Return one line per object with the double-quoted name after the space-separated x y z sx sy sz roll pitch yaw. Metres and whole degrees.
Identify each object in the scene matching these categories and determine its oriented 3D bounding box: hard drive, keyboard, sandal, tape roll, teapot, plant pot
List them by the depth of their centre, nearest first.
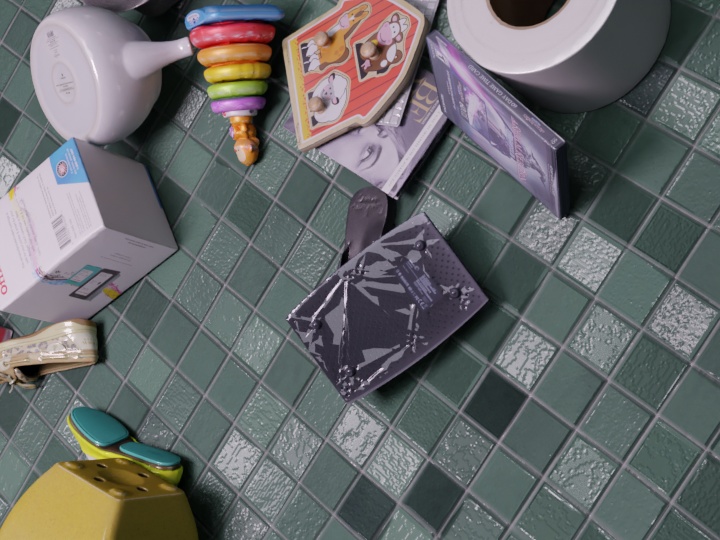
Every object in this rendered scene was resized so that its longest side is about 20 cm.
0.210 -0.282 1.350 0.202 0.139 0.203 -8 76 32 "tape roll"
0.031 0.042 1.418 0.200 0.042 0.135 -38 84 12 "hard drive"
-0.001 0.000 1.481 0.076 0.043 0.201 -8 74 32 "sandal"
-0.306 0.332 1.496 0.194 0.195 0.200 21 99 35 "plant pot"
0.051 -0.264 1.511 0.056 0.011 0.200 9 75 35 "keyboard"
-0.334 -0.263 1.689 0.200 0.146 0.198 43 135 25 "teapot"

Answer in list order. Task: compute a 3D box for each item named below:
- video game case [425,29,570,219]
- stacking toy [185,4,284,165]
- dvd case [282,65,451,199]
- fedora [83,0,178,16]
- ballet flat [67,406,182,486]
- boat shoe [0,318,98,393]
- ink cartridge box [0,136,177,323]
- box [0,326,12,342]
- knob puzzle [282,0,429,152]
0.147 -0.154 1.354 0.019 0.143 0.200 -38 63 -9 "video game case"
-0.155 -0.233 1.613 0.116 0.110 0.200 -174 78 -65 "stacking toy"
0.014 -0.190 1.520 0.200 0.016 0.149 35 90 34 "dvd case"
-0.285 -0.420 1.738 0.177 0.090 0.200 7 75 32 "fedora"
-0.306 0.239 1.619 0.200 0.067 0.067 21 109 34 "ballet flat"
-0.442 0.123 1.726 0.200 0.073 0.063 -23 70 25 "boat shoe"
-0.377 -0.045 1.677 0.200 0.146 0.147 -35 63 22 "ink cartridge box"
-0.581 0.163 1.791 0.095 0.103 0.200 11 84 35 "box"
-0.009 -0.258 1.524 0.219 0.030 0.220 -17 60 30 "knob puzzle"
